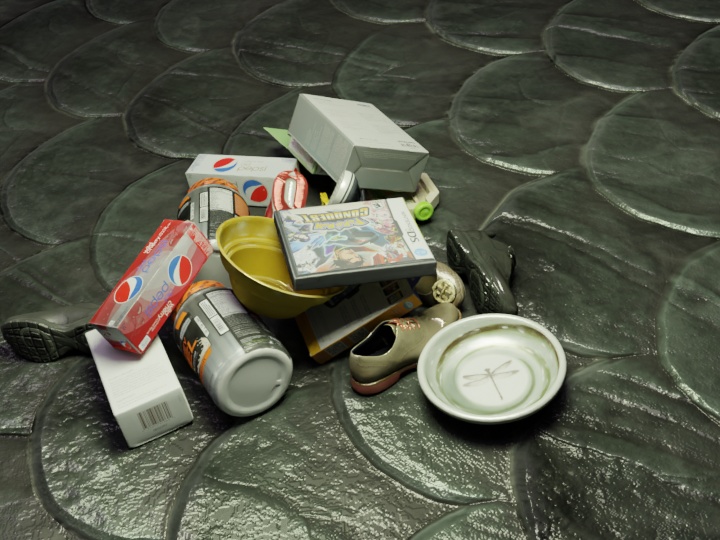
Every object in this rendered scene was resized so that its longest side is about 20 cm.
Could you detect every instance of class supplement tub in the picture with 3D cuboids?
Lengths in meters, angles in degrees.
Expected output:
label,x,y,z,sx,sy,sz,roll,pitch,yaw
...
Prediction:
label,x,y,z,sx,sy,sz,roll,pitch,yaw
supplement tub,-0.190,0.105,1.433,0.122,0.123,0.200,-26,41,-18
supplement tub,-0.239,-0.058,1.640,0.122,0.123,0.200,-11,38,0

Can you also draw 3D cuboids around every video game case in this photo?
label,x,y,z,sx,sy,sz,roll,pitch,yaw
video game case,-0.011,-0.041,1.422,0.199,0.026,0.181,-6,35,-11

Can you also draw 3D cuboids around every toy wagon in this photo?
label,x,y,z,sx,sy,sz,roll,pitch,yaw
toy wagon,0.029,-0.125,1.704,0.199,0.040,0.155,-12,38,-13

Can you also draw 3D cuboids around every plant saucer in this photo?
label,x,y,z,sx,sy,sz,roll,pitch,yaw
plant saucer,0.178,0.142,1.359,0.199,0.050,0.201,-7,39,6

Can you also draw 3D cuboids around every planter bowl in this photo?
label,x,y,z,sx,sy,sz,roll,pitch,yaw
planter bowl,-0.122,0.011,1.432,0.200,0.084,0.201,19,27,-10

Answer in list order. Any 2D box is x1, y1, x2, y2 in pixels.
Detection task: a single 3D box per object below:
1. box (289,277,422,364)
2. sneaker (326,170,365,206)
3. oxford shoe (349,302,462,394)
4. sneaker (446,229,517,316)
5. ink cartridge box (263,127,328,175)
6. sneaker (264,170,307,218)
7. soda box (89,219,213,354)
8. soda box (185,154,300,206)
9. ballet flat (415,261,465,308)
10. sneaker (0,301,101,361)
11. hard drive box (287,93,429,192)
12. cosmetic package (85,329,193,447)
label,x,y,z,sx,sy,sz,roll,pitch,yaw
box,-0.001,0.035,1.463,0.199,0.041,0.119,-30,56,8
sneaker,-0.016,-0.091,1.580,0.079,0.200,0.079,22,69,-3
oxford shoe,0.067,0.095,1.421,0.200,0.075,0.070,-36,45,-27
sneaker,0.199,-0.002,1.503,0.090,0.076,0.200,-9,42,-14
ink cartridge box,-0.068,-0.230,1.817,0.145,0.048,0.200,1,32,-36
sneaker,-0.129,-0.051,1.632,0.078,0.116,0.201,17,72,-4
soda box,-0.299,0.021,1.454,0.070,0.063,0.200,6,53,40
soda box,-0.207,-0.161,1.799,0.199,0.068,0.064,5,41,19
ballet flat,0.076,-0.006,1.524,0.200,0.068,0.046,40,19,29
sneaker,-0.457,0.089,1.568,0.199,0.076,0.091,0,30,3
hard drive box,-0.006,-0.215,1.686,0.155,0.077,0.200,2,31,-34
cosmetic package,-0.321,0.151,1.449,0.101,0.074,0.200,-22,38,-12
